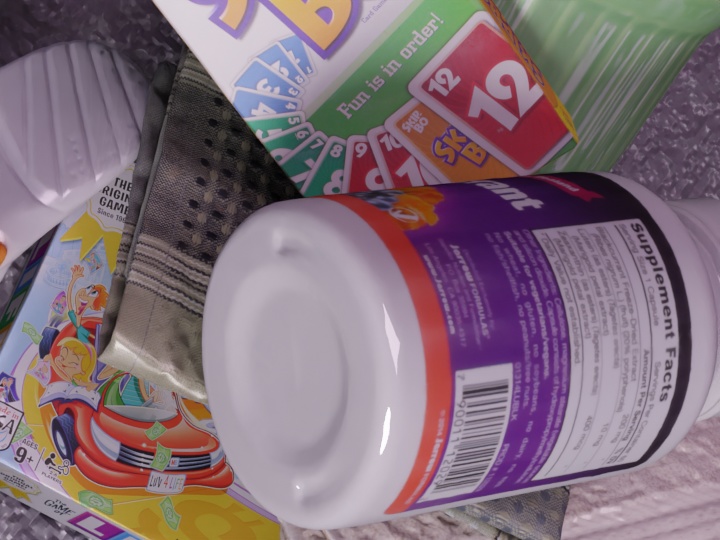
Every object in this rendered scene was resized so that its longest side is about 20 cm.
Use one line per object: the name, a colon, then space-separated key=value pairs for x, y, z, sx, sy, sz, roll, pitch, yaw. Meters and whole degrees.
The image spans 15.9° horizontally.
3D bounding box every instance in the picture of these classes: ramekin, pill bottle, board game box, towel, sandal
ramekin: x=0.042 y=-0.119 z=1.017 sx=0.200 sy=0.200 sz=0.098 roll=23 pitch=109 yaw=-19
pill bottle: x=0.054 y=0.023 z=0.904 sx=0.200 sy=0.111 sz=0.112 roll=-7 pitch=79 yaw=-37
board game box: x=-0.013 y=-0.095 z=0.899 sx=0.095 sy=0.030 sz=0.200 roll=-31 pitch=118 yaw=12
board game box: x=-0.049 y=0.057 z=1.012 sx=0.200 sy=0.034 sz=0.135 roll=29 pitch=65 yaw=-17
towel: x=0.072 y=0.109 z=0.979 sx=0.199 sy=0.035 sz=0.133 roll=-10 pitch=54 yaw=-22
towel: x=0.000 y=0.000 z=0.986 sx=0.200 sy=0.035 sz=0.193 roll=26 pitch=48 yaw=-17
sandal: x=-0.159 y=-0.014 z=0.959 sx=0.206 sy=0.059 sz=0.079 roll=-32 pitch=75 yaw=-32
